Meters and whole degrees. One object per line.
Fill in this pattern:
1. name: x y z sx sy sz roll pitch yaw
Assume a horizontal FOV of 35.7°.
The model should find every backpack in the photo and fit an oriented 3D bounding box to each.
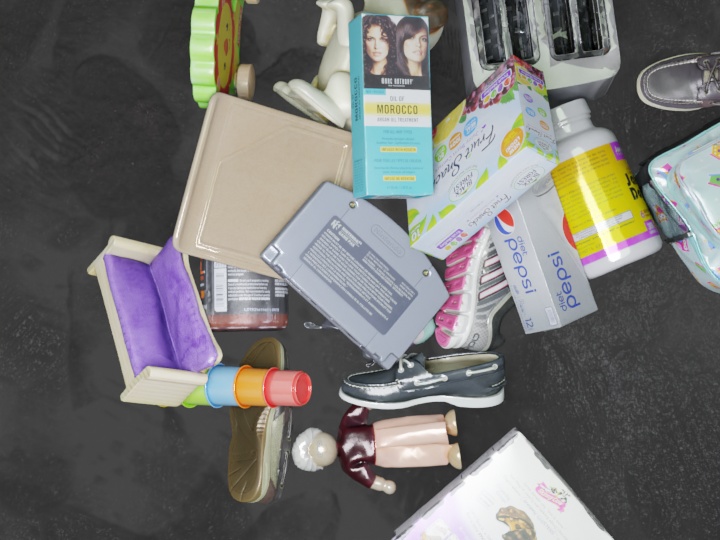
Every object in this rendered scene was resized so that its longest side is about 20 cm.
1. backpack: 0.439 -0.073 1.291 0.176 0.153 0.200 -29 92 -4

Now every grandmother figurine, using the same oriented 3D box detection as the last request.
1. grandmother figurine: 0.016 0.206 1.341 0.199 0.061 0.122 -7 64 1

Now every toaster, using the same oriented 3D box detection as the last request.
1. toaster: 0.206 -0.279 1.330 0.180 0.119 0.201 -7 86 4

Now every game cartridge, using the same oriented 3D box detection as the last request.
1. game cartridge: 0.000 0.000 1.276 0.200 0.042 0.133 43 75 -12

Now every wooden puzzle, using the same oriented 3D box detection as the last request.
1. wooden puzzle: -0.101 -0.088 1.279 0.200 0.037 0.185 15 88 -20

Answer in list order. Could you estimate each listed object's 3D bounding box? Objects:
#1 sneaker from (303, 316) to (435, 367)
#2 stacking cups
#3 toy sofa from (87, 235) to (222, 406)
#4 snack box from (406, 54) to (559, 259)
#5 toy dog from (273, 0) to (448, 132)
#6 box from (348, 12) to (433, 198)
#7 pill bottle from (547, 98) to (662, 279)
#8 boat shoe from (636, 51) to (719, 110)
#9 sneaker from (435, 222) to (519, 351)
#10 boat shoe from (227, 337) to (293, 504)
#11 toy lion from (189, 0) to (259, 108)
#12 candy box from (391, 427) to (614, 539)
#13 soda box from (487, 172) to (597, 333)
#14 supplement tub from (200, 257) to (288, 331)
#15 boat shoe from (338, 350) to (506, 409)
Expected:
1. sneaker: -0.014 0.021 1.344 0.140 0.078 0.200 -30 85 0
2. stacking cups: -0.150 0.137 1.319 0.200 0.060 0.061 0 86 25
3. toy sofa: -0.242 0.050 1.299 0.098 0.083 0.200 -43 53 30
4. snack box: 0.129 -0.123 1.253 0.053 0.200 0.142 21 47 -29
5. toy dog: 0.021 -0.256 1.332 0.194 0.140 0.200 34 89 -8
6. box: 0.034 -0.181 1.247 0.082 0.049 0.201 -2 89 -18
7. pill bottle: 0.271 -0.097 1.322 0.104 0.104 0.200 -23 86 2
8. boat shoe: 0.436 -0.232 1.340 0.199 0.065 0.072 0 88 4
9. sneaker: 0.152 0.009 1.340 0.087 0.074 0.200 22 71 -22
10. boat shoe: -0.115 0.182 1.348 0.073 0.065 0.200 -5 67 34
11. toy lion: -0.166 -0.287 1.315 0.068 0.192 0.201 4 86 3
12. candy box: 0.166 0.313 1.319 0.200 0.072 0.168 -41 85 1
13. soda box: 0.202 -0.033 1.299 0.068 0.063 0.200 -19 90 -35
14. supplement tub: -0.140 -0.027 1.341 0.107 0.107 0.201 -1 86 3
15. boat shoe: 0.074 0.124 1.331 0.199 0.076 0.060 -2 110 -8
